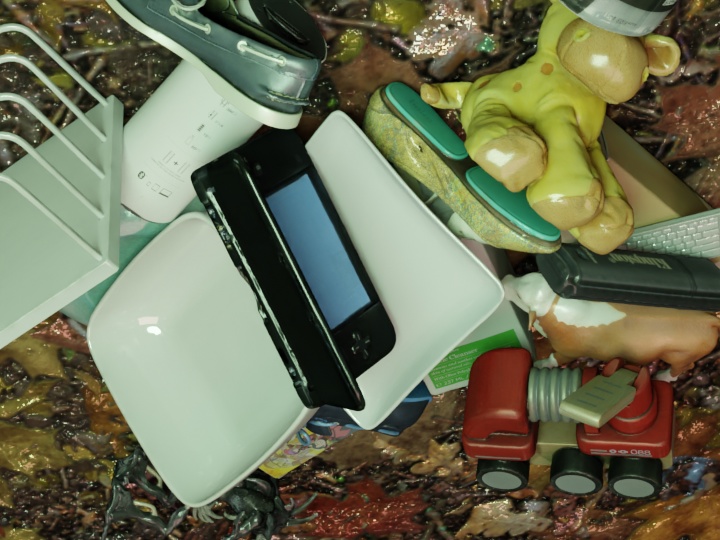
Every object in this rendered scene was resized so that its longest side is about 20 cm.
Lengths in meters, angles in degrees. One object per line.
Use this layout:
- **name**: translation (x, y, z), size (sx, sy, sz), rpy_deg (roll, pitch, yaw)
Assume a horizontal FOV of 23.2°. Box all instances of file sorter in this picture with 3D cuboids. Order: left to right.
- **file sorter**: translation (-0.269, -0.067, 1.308), size (0.138, 0.201, 0.125), rpy_deg (-31, 127, 20)

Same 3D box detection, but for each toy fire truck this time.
- **toy fire truck**: translation (0.165, 0.113, 1.431), size (0.174, 0.130, 0.201), rpy_deg (2, 147, 14)

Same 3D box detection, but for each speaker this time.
- **speaker**: translation (-0.115, -0.128, 1.356), size (0.081, 0.082, 0.200), rpy_deg (27, 124, -31)

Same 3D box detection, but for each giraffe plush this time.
- **giraffe plush**: translation (0.164, -0.138, 1.350), size (0.172, 0.200, 0.163), rpy_deg (29, 106, -42)

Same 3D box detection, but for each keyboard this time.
- **keyboard**: translation (0.270, -0.023, 1.473), size (0.198, 0.011, 0.057), rpy_deg (-14, 135, 4)

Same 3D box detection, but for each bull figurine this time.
- **bull figurine**: translation (0.207, 0.050, 1.493), size (0.198, 0.066, 0.122), rpy_deg (9, 158, -7)

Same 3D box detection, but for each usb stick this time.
- **usb stick**: translation (0.225, 0.005, 1.417), size (0.198, 0.056, 0.033), rpy_deg (5, 132, -38)

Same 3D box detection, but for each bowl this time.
- **bowl**: translation (-0.115, 0.067, 1.433), size (0.074, 0.201, 0.200), rpy_deg (-16, 158, -51)

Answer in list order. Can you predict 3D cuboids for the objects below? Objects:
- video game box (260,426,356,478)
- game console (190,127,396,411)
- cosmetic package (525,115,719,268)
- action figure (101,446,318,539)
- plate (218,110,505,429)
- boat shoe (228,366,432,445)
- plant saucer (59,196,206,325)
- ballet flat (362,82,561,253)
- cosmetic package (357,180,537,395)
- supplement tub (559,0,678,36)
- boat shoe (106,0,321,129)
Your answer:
- **video game box**: translation (-0.069, 0.097, 1.599), size (0.181, 0.047, 0.200), rpy_deg (-33, 135, 18)
- **game console**: translation (-0.030, -0.009, 1.295), size (0.116, 0.176, 0.201), rpy_deg (-20, 99, 42)
- **cosmetic package**: translation (0.228, -0.042, 1.506), size (0.105, 0.072, 0.199), rpy_deg (-38, 129, 26)
- **action figure**: translation (-0.145, 0.235, 1.685), size (0.198, 0.119, 0.103), rpy_deg (12, 122, -8)
- **plate**: translation (0.000, 0.000, 1.415), size (0.200, 0.032, 0.200), rpy_deg (47, 126, 6)
- **boat shoe**: translation (-0.029, 0.120, 1.536), size (0.198, 0.084, 0.069), rpy_deg (13, 121, -25)
- **plant saucer**: translation (-0.186, -0.004, 1.493), size (0.199, 0.039, 0.202), rpy_deg (-5, 134, -6)
- **ballet flat**: translation (0.075, -0.066, 1.389), size (0.071, 0.200, 0.071), rpy_deg (-41, 161, -17)
- **cosmetic package**: translation (0.073, 0.005, 1.516), size (0.107, 0.085, 0.201), rpy_deg (-18, 135, 13)
- **supplement tub**: translation (0.216, -0.276, 1.241), size (0.122, 0.123, 0.200), rpy_deg (18, 128, -25)
- **boat shoe**: translation (-0.111, -0.179, 1.257), size (0.075, 0.200, 0.062), rpy_deg (-8, 133, -56)
